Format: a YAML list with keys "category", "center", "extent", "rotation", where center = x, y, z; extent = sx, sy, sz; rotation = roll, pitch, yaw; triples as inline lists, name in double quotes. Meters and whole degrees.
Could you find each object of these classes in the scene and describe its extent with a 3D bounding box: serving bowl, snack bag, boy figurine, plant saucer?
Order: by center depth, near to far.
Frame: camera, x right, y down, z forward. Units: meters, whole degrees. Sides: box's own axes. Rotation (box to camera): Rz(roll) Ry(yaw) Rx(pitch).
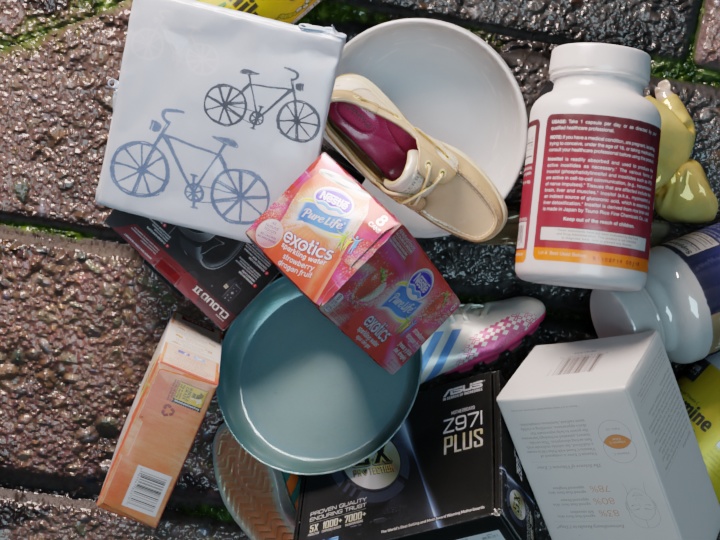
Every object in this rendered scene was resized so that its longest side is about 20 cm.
- category: "snack bag"
  center: [-0.121, -0.127, 0.983]
  extent: [0.188, 0.021, 0.201]
  rotation: [14, 108, 3]
- category: "serving bowl"
  center: [0.057, -0.134, 1.069]
  extent: [0.199, 0.066, 0.201]
  rotation: [5, 111, 12]
- category: "plant saucer"
  center: [-0.037, 0.093, 1.085]
  extent: [0.199, 0.027, 0.201]
  rotation: [-6, 67, 15]
- category: "boy figurine"
  center: [0.267, -0.125, 1.102]
  extent: [0.200, 0.064, 0.124]
  rotation: [43, 68, -13]

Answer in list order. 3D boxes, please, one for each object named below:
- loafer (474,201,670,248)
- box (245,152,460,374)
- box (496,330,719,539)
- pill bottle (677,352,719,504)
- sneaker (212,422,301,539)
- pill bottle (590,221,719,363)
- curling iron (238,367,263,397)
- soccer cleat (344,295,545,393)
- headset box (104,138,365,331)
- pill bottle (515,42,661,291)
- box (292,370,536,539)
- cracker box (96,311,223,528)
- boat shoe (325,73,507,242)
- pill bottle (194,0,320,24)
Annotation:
- category: "loafer"
  center: [0.196, -0.026, 1.107]
  extent: [0.199, 0.076, 0.068]
  rotation: [4, 100, -7]
- category: "box"
  center: [0.000, 0.000, 0.985]
  extent: [0.095, 0.200, 0.100]
  rotation: [-45, 63, -1]
- category: "box"
  center: [0.222, 0.167, 1.027]
  extent: [0.124, 0.097, 0.200]
  rotation: [-10, 111, 36]
- category: "pill bottle"
  center: [0.348, 0.147, 1.131]
  extent: [0.112, 0.112, 0.200]
  rotation: [42, 93, -10]
- category: "sneaker"
  center: [-0.071, 0.230, 1.134]
  extent: [0.071, 0.080, 0.200]
  rotation: [-36, 79, 25]
- category: "pill bottle"
  center: [0.319, 0.019, 1.075]
  extent: [0.199, 0.111, 0.111]
  rotation: [-20, 101, -13]
- category: "curling iron"
  center: [-0.026, 0.139, 1.140]
  extent: [0.199, 0.026, 0.050]
  rotation: [19, 91, -7]
- category: "soccer cleat"
  center: [0.078, 0.059, 1.114]
  extent: [0.200, 0.070, 0.087]
  rotation: [-27, 100, 0]
- category: "headset box"
  center: [-0.118, -0.057, 1.053]
  extent: [0.149, 0.077, 0.200]
  rotation: [43, 108, -5]
- category: "pill bottle"
  center: [0.197, -0.086, 1.000]
  extent: [0.113, 0.113, 0.201]
  rotation: [6, 88, -6]
- category: "box"
  center: [0.050, 0.199, 1.050]
  extent: [0.199, 0.164, 0.086]
  rotation: [-18, 126, 20]
- category: "cracker box"
  center: [-0.173, 0.125, 1.037]
  extent: [0.058, 0.200, 0.134]
  rotation: [23, 97, -10]
- category: "boat shoe"
  center: [0.040, -0.088, 1.017]
  extent: [0.200, 0.069, 0.074]
  rotation: [38, 115, -2]
- category: "pill bottle"
  center: [-0.089, -0.264, 1.023]
  extent: [0.200, 0.113, 0.113]
  rotation: [-40, 101, 2]
